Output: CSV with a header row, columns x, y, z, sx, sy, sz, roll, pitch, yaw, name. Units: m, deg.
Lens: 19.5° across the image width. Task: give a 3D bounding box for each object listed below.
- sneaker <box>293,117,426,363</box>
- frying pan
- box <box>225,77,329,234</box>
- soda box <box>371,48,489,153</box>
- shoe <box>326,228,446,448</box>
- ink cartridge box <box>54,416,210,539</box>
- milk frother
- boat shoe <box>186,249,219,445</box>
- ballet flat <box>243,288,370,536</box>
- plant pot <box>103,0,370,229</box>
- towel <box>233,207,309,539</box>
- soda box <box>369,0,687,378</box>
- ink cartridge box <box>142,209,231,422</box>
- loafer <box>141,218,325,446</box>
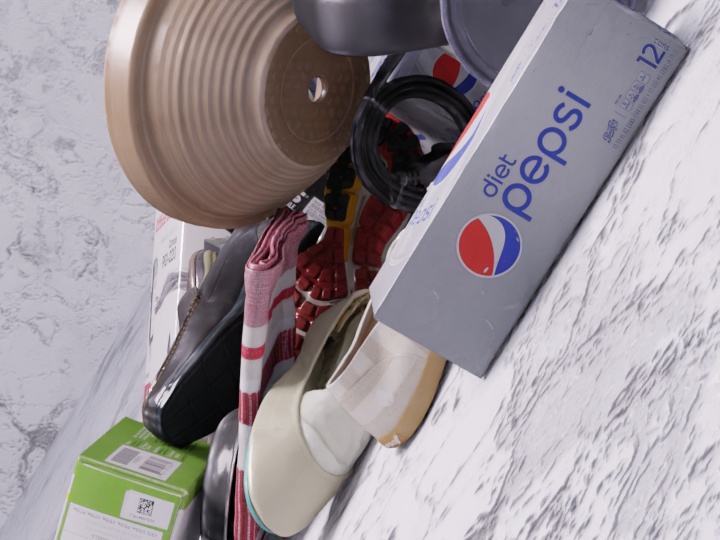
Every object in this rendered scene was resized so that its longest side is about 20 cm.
x,y,z,sx,sy,sz,roll,pitch,yaw,name
0.000,0.000,1.423,0.200,0.078,0.082,-65,-18,-4,sneaker
-0.087,0.174,1.333,0.115,0.031,0.191,83,-164,-65,frying pan
-0.061,-0.090,1.560,0.086,0.200,0.164,-49,12,24,box
0.049,-0.129,1.477,0.068,0.063,0.200,-61,9,-4,soda box
0.036,0.007,1.196,0.070,0.053,0.200,-47,16,55,shoe
-0.160,0.212,1.363,0.148,0.076,0.201,-44,-28,-82,ink cartridge box
0.069,-0.126,1.253,0.180,0.200,0.188,-30,20,-4,milk frother
-0.081,0.078,1.477,0.075,0.073,0.201,110,155,-71,boat shoe
-0.017,0.078,1.264,0.070,0.069,0.200,-54,10,35,ballet flat
-0.060,-0.120,1.334,0.093,0.201,0.201,15,71,41,plant pot
-0.057,0.073,1.321,0.144,0.023,0.201,-68,-17,-72,towel
0.082,-0.050,1.073,0.200,0.068,0.063,-59,9,11,soda box
-0.119,0.033,1.667,0.146,0.085,0.201,148,128,-73,ink cartridge box
-0.095,0.040,1.428,0.200,0.072,0.073,-51,-40,-36,loafer
